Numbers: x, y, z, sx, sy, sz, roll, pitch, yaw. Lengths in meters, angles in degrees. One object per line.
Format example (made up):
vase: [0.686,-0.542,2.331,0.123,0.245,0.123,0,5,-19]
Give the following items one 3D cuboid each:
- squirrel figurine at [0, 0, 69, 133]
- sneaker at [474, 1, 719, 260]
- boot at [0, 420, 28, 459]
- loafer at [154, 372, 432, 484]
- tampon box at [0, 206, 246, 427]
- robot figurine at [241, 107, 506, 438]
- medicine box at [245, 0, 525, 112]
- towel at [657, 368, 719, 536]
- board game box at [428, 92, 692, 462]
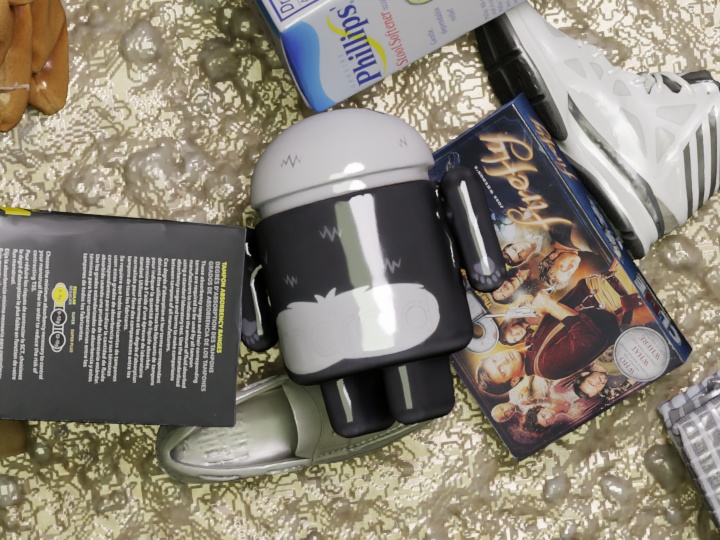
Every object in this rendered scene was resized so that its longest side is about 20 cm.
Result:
squirrel figurine: [-0.245,-0.185,1.644,0.141,0.187,0.201,9,91,-3]
sneaker: [0.164,-0.118,1.740,0.115,0.076,0.201,-35,94,-15]
boot: [-0.314,0.033,1.707,0.174,0.066,0.201,-9,93,-3]
loafer: [-0.035,0.098,1.722,0.199,0.070,0.070,-17,93,-3]
tampon box: [-0.189,0.027,1.641,0.199,0.150,0.127,4,89,-25]
robot figurine: [0.002,0.000,1.659,0.149,0.125,0.201,-12,86,-16]
medicine box: [0.009,-0.232,1.662,0.199,0.103,0.183,-28,60,-1]
towel: [0.304,0.139,1.718,0.165,0.086,0.201,-27,93,12]
board game box: [0.103,0.006,1.722,0.135,0.035,0.201,-33,93,22]
